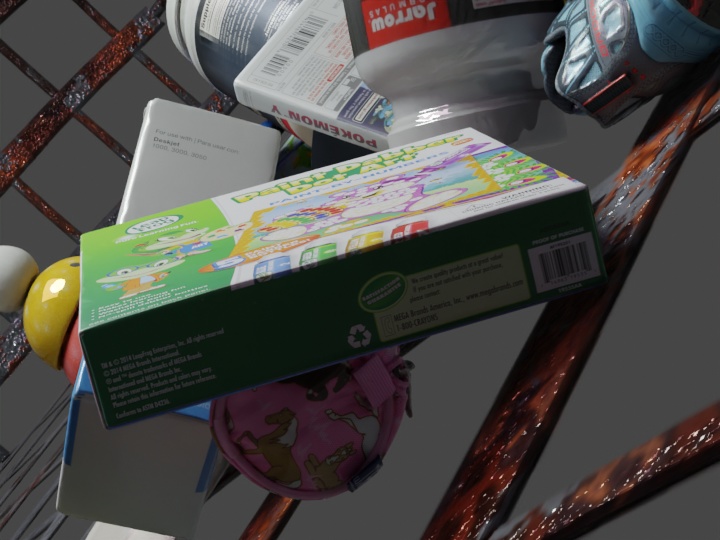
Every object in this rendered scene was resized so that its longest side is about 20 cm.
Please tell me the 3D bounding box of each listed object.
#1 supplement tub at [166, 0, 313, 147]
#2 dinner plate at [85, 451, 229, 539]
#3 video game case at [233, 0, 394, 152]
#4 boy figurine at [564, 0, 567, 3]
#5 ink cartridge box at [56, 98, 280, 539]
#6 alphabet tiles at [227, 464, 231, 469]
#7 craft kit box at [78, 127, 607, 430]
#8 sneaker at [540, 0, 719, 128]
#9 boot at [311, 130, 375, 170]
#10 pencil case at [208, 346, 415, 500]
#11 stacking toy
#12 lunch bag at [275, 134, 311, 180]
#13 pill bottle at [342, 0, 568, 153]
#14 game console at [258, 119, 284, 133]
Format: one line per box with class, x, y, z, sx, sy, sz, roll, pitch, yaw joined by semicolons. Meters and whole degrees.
supplement tub;-0.050;-0.186;1.295;0.141;0.140;0.200;-50;46;-7
dinner plate;-0.135;0.149;1.042;0.200;0.024;0.200;-49;12;14
video game case;0.047;-0.151;1.045;0.200;0.181;0.023;-53;-29;-31
boy figurine;0.090;-0.172;0.951;0.199;0.125;0.065;-8;37;26
ink cartridge box;-0.108;0.027;0.931;0.145;0.084;0.201;111;169;-55
alphabet tiles;-0.089;0.101;1.120;0.167;0.008;0.200;-43;11;39
craft kit box;-0.019;-0.006;0.695;0.199;0.049;0.198;-16;11;-7
sneaker;0.120;-0.126;0.807;0.096;0.079;0.200;-48;8;18
boot;0.019;-0.149;1.199;0.097;0.074;0.201;-20;-53;-55
pencil case;-0.019;0.037;0.779;0.200;0.086;0.083;-88;21;-76
stacking toy;-0.195;0.037;1.195;0.146;0.199;0.147;24;-90;-90
lunch bag;0.006;-0.136;1.446;0.200;0.082;0.161;-41;13;46
pill bottle;0.046;-0.157;0.863;0.115;0.201;0.116;-11;0;0
game console;-0.102;-0.027;1.415;0.171;0.118;0.200;-48;9;-7
